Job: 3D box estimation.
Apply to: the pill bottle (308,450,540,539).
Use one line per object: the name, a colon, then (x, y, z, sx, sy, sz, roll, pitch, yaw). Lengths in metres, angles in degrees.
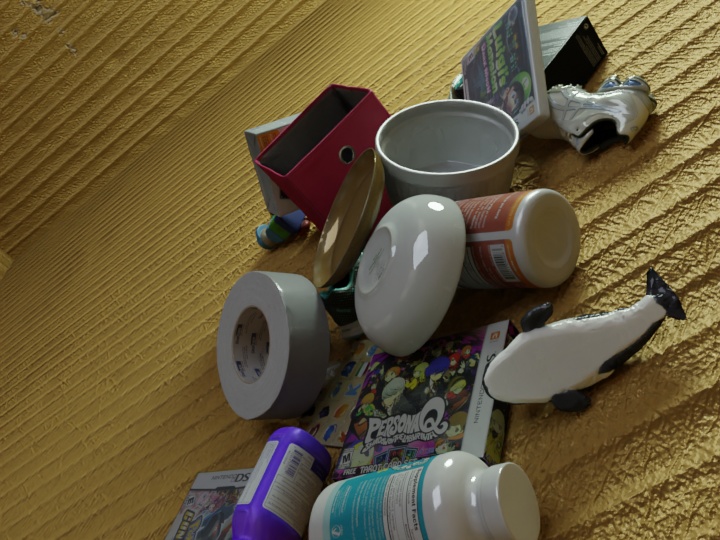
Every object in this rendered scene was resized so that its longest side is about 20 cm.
pill bottle: (0.057, 0.228, 0.696, 0.199, 0.111, 0.111, -24, 32, 33)

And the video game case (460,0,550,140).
video game case: (0.209, -0.275, 1.150, 0.182, 0.023, 0.202, 143, 129, -60)

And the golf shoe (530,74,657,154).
golf shoe: (0.293, -0.198, 1.042, 0.199, 0.078, 0.098, -5, 51, 53)

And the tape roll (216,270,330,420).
tape roll: (-0.124, 0.102, 1.061, 0.200, 0.066, 0.202, -10, 77, 53)

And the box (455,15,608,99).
box: (0.269, -0.318, 1.240, 0.141, 0.079, 0.200, -49, 27, -16)

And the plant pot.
plant pot: (-0.013, -0.067, 1.043, 0.200, 0.027, 0.202, -160, 90, -75)

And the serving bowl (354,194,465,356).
serving bowl: (0.044, -0.002, 0.925, 0.200, 0.065, 0.201, -49, 31, 44)

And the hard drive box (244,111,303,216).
hard drive box: (-0.091, -0.208, 1.413, 0.199, 0.157, 0.077, -23, 21, -19)

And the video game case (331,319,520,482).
video game case: (0.075, 0.152, 0.859, 0.199, 0.036, 0.182, -19, 35, 36)

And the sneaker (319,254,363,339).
sneaker: (0.000, 0.000, 1.132, 0.077, 0.091, 0.201, -19, 35, 38)

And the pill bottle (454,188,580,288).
pill bottle: (0.157, -0.034, 0.942, 0.199, 0.112, 0.113, -2, 48, 53)

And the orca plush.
orca plush: (0.212, 0.067, 0.766, 0.200, 0.105, 0.071, -43, -5, 8)

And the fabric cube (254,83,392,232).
fabric cube: (-0.024, -0.166, 1.290, 0.196, 0.200, 0.200, -44, 26, -5)

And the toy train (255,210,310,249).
toy train: (-0.139, -0.135, 1.549, 0.116, 0.084, 0.201, -36, 24, 44)

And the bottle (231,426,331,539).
bottle: (-0.101, 0.279, 0.872, 0.065, 0.084, 0.201, -16, 38, 42)

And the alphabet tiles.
alphabet tiles: (0.001, 0.156, 0.998, 0.199, 0.006, 0.167, -10, 42, 48)

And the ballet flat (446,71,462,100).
ballet flat: (0.166, -0.280, 1.346, 0.064, 0.067, 0.201, -31, 26, 46)

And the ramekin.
ramekin: (0.123, -0.146, 1.087, 0.198, 0.106, 0.201, -5, 40, 4)

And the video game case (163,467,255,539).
video game case: (-0.189, 0.341, 0.969, 0.180, 0.026, 0.201, -17, 36, 41)
